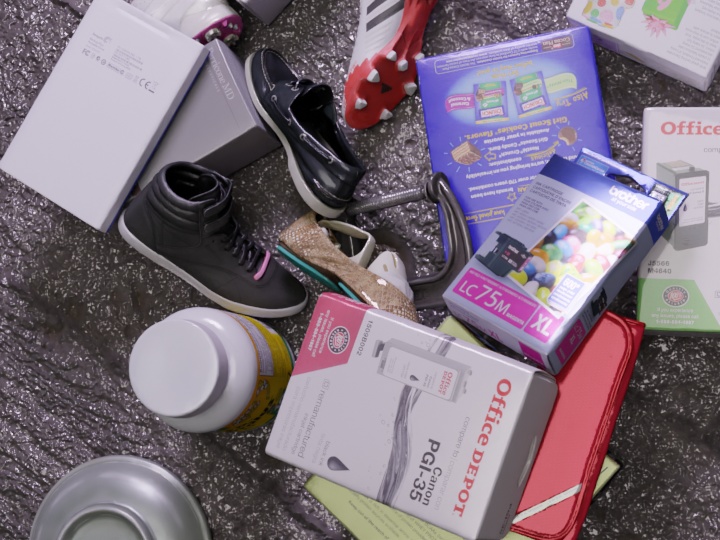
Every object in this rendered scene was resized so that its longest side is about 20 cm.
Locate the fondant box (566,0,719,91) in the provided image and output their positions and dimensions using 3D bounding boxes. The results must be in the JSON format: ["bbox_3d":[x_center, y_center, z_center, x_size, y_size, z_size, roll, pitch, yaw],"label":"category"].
[{"bbox_3d":[0.300,-0.290,1.258,0.143,0.058,0.201,27,90,14],"label":"fondant box"}]

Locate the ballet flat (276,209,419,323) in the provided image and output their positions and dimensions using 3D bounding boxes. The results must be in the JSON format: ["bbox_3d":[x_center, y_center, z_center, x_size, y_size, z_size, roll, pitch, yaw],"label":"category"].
[{"bbox_3d":[0.000,0.000,1.242,0.200,0.071,0.065,37,85,35],"label":"ballet flat"}]

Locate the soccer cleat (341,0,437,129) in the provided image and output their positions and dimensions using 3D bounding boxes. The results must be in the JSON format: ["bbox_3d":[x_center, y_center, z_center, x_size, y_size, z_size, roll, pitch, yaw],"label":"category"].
[{"bbox_3d":[0.026,-0.236,1.317,0.085,0.068,0.201,36,109,46],"label":"soccer cleat"}]

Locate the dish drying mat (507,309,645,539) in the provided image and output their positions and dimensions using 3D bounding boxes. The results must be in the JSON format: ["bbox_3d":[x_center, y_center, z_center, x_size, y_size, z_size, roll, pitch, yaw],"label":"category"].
[{"bbox_3d":[0.172,0.127,1.125,0.076,0.018,0.202,18,84,14],"label":"dish drying mat"}]

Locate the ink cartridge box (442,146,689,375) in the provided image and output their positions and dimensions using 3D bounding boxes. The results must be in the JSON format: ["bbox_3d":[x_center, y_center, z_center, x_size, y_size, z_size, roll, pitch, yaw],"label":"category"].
[{"bbox_3d":[0.175,-0.021,1.148,0.119,0.042,0.200,30,71,36],"label":"ink cartridge box"}]

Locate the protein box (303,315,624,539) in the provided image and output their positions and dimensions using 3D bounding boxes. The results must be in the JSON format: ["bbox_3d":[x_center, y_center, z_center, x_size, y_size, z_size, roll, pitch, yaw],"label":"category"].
[{"bbox_3d":[0.097,0.184,1.214,0.198,0.135,0.200,41,93,14],"label":"protein box"}]

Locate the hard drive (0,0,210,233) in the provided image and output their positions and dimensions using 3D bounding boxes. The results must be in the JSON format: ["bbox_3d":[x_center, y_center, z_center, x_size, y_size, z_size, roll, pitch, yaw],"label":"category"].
[{"bbox_3d":[-0.248,-0.155,1.305,0.131,0.025,0.201,30,90,18],"label":"hard drive"}]

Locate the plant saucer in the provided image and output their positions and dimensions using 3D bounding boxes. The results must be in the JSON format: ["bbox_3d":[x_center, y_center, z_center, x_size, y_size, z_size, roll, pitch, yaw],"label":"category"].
[{"bbox_3d":[-0.245,0.283,1.329,0.198,0.050,0.202,-2,83,13],"label":"plant saucer"}]

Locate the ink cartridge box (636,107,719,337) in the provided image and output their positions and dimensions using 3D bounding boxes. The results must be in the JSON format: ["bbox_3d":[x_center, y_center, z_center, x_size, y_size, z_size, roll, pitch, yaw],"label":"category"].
[{"bbox_3d":[0.323,-0.042,1.212,0.144,0.084,0.202,1,84,13],"label":"ink cartridge box"}]

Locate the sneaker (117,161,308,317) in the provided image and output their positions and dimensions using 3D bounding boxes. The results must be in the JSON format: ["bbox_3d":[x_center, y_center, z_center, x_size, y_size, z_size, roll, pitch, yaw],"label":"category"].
[{"bbox_3d":[-0.127,-0.030,1.284,0.199,0.071,0.099,29,134,-8],"label":"sneaker"}]

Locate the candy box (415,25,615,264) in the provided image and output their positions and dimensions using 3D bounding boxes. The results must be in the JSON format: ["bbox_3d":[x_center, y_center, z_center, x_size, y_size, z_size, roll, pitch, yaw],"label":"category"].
[{"bbox_3d":[0.149,-0.108,1.264,0.167,0.077,0.202,-9,81,11],"label":"candy box"}]

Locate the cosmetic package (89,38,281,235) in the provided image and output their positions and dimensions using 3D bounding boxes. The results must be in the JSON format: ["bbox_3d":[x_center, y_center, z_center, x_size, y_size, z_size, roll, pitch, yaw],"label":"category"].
[{"bbox_3d":[-0.191,-0.130,1.342,0.199,0.090,0.107,-31,75,12],"label":"cosmetic package"}]

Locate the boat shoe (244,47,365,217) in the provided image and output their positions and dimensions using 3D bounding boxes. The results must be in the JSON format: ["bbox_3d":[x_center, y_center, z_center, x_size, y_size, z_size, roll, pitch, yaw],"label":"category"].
[{"bbox_3d":[-0.049,-0.148,1.294,0.066,0.074,0.201,-44,53,32],"label":"boat shoe"}]

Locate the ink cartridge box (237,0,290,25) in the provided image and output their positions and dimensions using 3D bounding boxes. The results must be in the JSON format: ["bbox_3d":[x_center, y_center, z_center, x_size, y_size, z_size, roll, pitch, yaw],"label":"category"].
[{"bbox_3d":[-0.085,-0.372,1.342,0.146,0.086,0.200,45,97,13],"label":"ink cartridge box"}]

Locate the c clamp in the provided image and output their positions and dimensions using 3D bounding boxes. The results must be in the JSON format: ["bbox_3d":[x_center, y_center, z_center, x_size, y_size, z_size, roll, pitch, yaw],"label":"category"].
[{"bbox_3d":[0.027,-0.042,1.267,0.199,0.027,0.173,-3,90,45],"label":"c clamp"}]

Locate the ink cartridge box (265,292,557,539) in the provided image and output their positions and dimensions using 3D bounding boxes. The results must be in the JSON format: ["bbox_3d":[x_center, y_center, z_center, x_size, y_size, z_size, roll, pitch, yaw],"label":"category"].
[{"bbox_3d":[0.043,0.120,1.112,0.199,0.083,0.148,19,87,23],"label":"ink cartridge box"}]

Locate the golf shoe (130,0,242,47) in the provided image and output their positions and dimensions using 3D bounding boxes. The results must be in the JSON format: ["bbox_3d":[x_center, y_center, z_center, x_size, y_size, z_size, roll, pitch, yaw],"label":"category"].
[{"bbox_3d":[-0.215,-0.228,1.360,0.199,0.075,0.092,-29,79,12],"label":"golf shoe"}]

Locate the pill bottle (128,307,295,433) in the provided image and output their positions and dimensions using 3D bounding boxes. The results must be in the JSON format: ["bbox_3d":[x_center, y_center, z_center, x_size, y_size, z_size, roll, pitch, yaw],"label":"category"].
[{"bbox_3d":[-0.137,0.093,1.246,0.112,0.200,0.114,-1,84,13],"label":"pill bottle"}]
